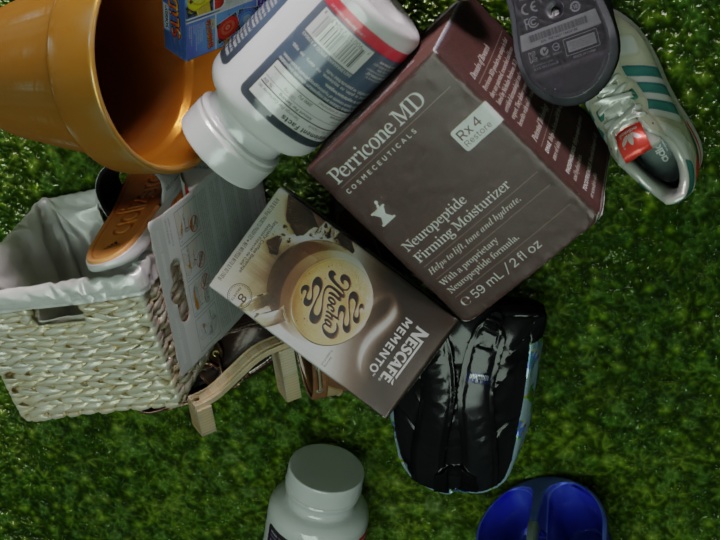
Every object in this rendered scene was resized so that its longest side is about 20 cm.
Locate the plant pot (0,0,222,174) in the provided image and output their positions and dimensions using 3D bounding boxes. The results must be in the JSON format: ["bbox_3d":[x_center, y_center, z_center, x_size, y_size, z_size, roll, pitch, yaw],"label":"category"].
[{"bbox_3d":[-0.244,-0.187,1.217,0.183,0.200,0.201,2,120,31],"label":"plant pot"}]

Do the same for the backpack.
[{"bbox_3d":[0.103,0.123,1.328,0.163,0.154,0.201,1,97,9],"label":"backpack"}]

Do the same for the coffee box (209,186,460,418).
[{"bbox_3d":[-0.021,0.029,1.216,0.200,0.080,0.113,36,93,5],"label":"coffee box"}]

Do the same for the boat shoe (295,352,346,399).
[{"bbox_3d":[-0.054,0.046,1.339,0.072,0.076,0.201,-27,113,-13],"label":"boat shoe"}]

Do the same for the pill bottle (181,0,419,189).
[{"bbox_3d":[-0.057,-0.170,1.152,0.120,0.120,0.200,43,109,-11],"label":"pill bottle"}]

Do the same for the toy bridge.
[{"bbox_3d":[-0.072,0.094,1.293,0.199,0.027,0.067,-20,123,-19],"label":"toy bridge"}]

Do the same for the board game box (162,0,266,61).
[{"bbox_3d":[-0.106,-0.290,1.127,0.034,0.135,0.200,36,138,33],"label":"board game box"}]

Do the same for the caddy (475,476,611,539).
[{"bbox_3d":[0.189,0.306,1.371,0.141,0.200,0.105,-12,132,21],"label":"caddy"}]

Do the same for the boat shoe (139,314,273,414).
[{"bbox_3d":[-0.155,0.100,1.412,0.200,0.070,0.070,-28,107,25],"label":"boat shoe"}]

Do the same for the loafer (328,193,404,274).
[{"bbox_3d":[0.000,0.000,1.314,0.073,0.072,0.201,-5,118,15],"label":"loafer"}]

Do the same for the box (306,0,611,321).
[{"bbox_3d":[0.093,-0.100,1.180,0.200,0.164,0.166,43,120,-11],"label":"box"}]

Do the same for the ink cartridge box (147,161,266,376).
[{"bbox_3d":[-0.150,-0.019,1.267,0.050,0.200,0.163,7,121,26],"label":"ink cartridge box"}]

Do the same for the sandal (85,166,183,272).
[{"bbox_3d":[-0.212,-0.074,1.249,0.079,0.207,0.059,-14,118,14],"label":"sandal"}]

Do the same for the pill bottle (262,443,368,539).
[{"bbox_3d":[-0.051,0.293,1.467,0.111,0.112,0.201,14,121,7],"label":"pill bottle"}]

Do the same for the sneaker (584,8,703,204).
[{"bbox_3d":[0.234,-0.143,1.161,0.070,0.093,0.200,-29,108,26],"label":"sneaker"}]

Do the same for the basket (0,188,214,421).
[{"bbox_3d":[-0.248,0.029,1.321,0.198,0.200,0.161,-7,119,18],"label":"basket"}]

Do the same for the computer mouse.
[{"bbox_3d":[0.172,-0.233,1.125,0.138,0.053,0.201,-12,82,24],"label":"computer mouse"}]
